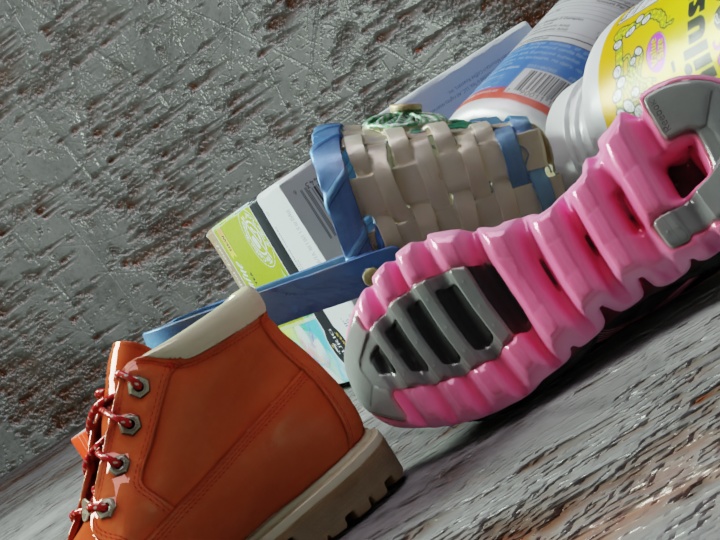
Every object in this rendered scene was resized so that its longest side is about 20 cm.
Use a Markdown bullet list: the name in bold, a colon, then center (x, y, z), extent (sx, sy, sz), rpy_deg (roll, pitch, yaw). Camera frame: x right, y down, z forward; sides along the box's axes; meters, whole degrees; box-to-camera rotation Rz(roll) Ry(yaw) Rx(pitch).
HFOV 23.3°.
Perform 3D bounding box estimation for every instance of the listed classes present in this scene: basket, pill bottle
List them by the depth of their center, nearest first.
- **pill bottle**: center (0.166, -0.083, 0.759), extent (0.104, 0.105, 0.200), rpy_deg (-34, 3, -34)
- **basket**: center (0.000, 0.000, 0.827), extent (0.198, 0.140, 0.176), rpy_deg (-23, 3, 0)
- **pill bottle**: center (0.140, -0.102, 0.998), extent (0.200, 0.112, 0.112), rpy_deg (-46, 10, -34)

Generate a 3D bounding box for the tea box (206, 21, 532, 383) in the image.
- **tea box**: center (0.032, -0.034, 1.122), extent (0.199, 0.134, 0.197), rpy_deg (-34, 2, -20)

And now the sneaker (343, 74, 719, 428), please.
- **sneaker**: center (0.086, 0.004, 0.694), extent (0.199, 0.080, 0.095), rpy_deg (-31, -19, 20)

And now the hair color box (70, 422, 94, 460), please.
- **hair color box**: center (-0.130, 0.104, 1.342), extent (0.101, 0.062, 0.200), rpy_deg (-35, 2, -40)

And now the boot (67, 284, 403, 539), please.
- **boot**: center (-0.084, 0.087, 0.647), extent (0.200, 0.108, 0.075), rpy_deg (-37, 6, -36)
